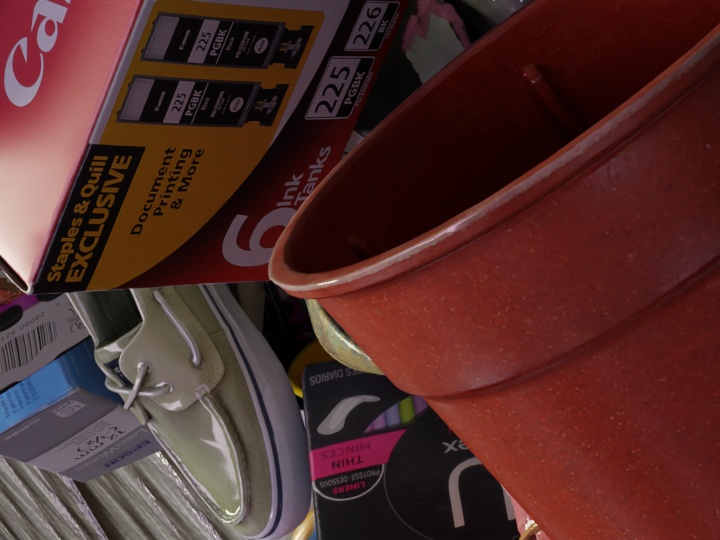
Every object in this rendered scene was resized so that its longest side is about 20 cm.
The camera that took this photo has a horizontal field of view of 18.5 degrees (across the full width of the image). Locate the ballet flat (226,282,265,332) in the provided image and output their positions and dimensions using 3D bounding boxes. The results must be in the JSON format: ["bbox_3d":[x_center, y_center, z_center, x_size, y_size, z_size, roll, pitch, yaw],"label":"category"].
[{"bbox_3d":[-0.069,-0.045,0.985,0.069,0.069,0.202,30,129,47],"label":"ballet flat"}]

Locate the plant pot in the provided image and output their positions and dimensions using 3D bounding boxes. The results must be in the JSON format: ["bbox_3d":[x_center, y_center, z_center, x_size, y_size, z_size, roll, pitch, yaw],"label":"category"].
[{"bbox_3d":[0.109,0.017,0.653,0.196,0.201,0.200,53,159,-13],"label":"plant pot"}]

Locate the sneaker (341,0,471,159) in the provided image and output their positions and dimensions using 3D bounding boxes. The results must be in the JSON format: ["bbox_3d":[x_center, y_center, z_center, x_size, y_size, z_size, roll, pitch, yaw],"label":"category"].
[{"bbox_3d":[0.031,-0.040,0.864,0.200,0.080,0.087,41,156,38],"label":"sneaker"}]

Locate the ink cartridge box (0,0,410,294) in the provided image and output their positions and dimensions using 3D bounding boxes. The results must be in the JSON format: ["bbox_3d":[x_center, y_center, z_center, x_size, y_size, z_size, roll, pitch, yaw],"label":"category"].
[{"bbox_3d":[-0.071,-0.097,0.763,0.084,0.175,0.201,41,119,33],"label":"ink cartridge box"}]

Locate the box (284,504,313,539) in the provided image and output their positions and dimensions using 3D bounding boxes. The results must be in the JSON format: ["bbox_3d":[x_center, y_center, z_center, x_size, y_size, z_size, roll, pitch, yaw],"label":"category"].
[{"bbox_3d":[-0.045,0.108,1.146,0.201,0.038,0.136,60,167,-13],"label":"box"}]

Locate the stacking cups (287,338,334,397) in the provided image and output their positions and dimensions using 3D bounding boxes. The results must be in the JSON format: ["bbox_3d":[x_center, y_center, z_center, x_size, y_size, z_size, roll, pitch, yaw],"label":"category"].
[{"bbox_3d":[0.024,0.122,1.126,0.060,0.060,0.201,25,144,52],"label":"stacking cups"}]

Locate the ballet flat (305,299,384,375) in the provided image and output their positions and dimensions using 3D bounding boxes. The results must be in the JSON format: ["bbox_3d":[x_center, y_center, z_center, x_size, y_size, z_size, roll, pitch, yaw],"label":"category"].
[{"bbox_3d":[0.000,0.000,0.923,0.200,0.070,0.071,-113,5,-54],"label":"ballet flat"}]

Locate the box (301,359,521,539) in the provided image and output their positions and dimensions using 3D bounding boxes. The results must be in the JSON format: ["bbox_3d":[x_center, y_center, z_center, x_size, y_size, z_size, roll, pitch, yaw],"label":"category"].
[{"bbox_3d":[0.047,0.134,0.895,0.201,0.121,0.107,-99,-2,-47],"label":"box"}]

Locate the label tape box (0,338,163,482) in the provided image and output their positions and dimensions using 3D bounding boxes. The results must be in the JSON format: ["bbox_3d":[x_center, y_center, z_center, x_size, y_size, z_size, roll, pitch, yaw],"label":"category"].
[{"bbox_3d":[-0.166,0.034,1.173,0.144,0.066,0.200,61,-174,19],"label":"label tape box"}]

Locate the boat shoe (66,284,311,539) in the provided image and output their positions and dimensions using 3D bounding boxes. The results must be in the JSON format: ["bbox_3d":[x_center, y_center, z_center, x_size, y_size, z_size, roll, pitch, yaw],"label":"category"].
[{"bbox_3d":[-0.087,0.029,0.943,0.072,0.062,0.201,-25,92,48],"label":"boat shoe"}]

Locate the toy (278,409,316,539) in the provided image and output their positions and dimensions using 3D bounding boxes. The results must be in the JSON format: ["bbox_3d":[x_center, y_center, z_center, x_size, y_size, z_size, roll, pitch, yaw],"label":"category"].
[{"bbox_3d":[0.007,0.171,1.061,0.047,0.114,0.202,-68,-20,-69],"label":"toy"}]

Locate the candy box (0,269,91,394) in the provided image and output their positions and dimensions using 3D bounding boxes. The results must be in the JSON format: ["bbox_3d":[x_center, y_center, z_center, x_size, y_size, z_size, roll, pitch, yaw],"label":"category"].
[{"bbox_3d":[-0.144,-0.043,1.058,0.137,0.199,0.061,48,158,23],"label":"candy box"}]

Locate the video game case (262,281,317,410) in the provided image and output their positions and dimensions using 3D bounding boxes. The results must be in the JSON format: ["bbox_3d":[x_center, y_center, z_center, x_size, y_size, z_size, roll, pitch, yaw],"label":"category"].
[{"bbox_3d":[-0.067,0.027,1.208,0.200,0.036,0.182,21,139,55],"label":"video game case"}]

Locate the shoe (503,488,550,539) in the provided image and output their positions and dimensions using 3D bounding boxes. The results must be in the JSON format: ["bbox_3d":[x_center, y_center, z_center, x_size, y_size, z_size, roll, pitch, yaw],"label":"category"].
[{"bbox_3d":[0.078,0.105,0.783,0.200,0.091,0.072,44,154,30],"label":"shoe"}]
